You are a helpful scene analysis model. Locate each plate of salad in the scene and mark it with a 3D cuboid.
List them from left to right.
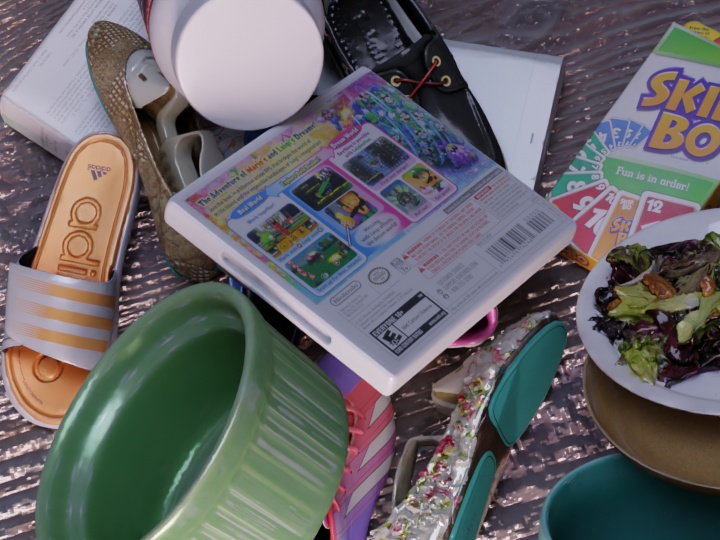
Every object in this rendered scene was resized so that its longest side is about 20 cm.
[{"bbox_3d":[0.228,0.014,1.420,0.199,0.048,0.201,-6,38,4],"label":"plate of salad"}]

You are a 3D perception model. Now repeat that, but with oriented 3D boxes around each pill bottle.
[{"bbox_3d":[-0.085,-0.172,1.545,0.115,0.116,0.200,-21,26,-1],"label":"pill bottle"}]

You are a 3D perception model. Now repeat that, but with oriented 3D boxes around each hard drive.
[{"bbox_3d":[0.029,-0.098,1.606,0.199,0.026,0.133,10,69,12],"label":"hard drive"}]

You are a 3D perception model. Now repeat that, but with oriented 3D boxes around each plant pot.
[{"bbox_3d":[0.232,0.070,1.407,0.199,0.028,0.201,-5,38,4],"label":"plant pot"}]

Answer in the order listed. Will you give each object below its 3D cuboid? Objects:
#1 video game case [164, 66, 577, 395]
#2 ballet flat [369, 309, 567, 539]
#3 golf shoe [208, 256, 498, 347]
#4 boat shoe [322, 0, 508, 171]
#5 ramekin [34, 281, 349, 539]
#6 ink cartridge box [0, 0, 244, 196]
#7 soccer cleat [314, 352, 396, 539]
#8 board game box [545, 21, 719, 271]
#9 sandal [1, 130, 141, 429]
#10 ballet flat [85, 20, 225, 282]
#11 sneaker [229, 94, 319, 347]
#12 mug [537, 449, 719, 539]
[{"bbox_3d":[0.009,-0.030,1.458,0.182,0.024,0.200,37,48,17],"label":"video game case"},{"bbox_3d":[0.063,0.104,1.476,0.064,0.076,0.201,15,63,27],"label":"ballet flat"},{"bbox_3d":[0.000,0.000,1.480,0.199,0.091,0.076,16,95,-22],"label":"golf shoe"},{"bbox_3d":[0.030,-0.124,1.570,0.073,0.063,0.202,-30,68,-7],"label":"boat shoe"},{"bbox_3d":[-0.098,0.117,1.437,0.200,0.098,0.201,-36,35,30],"label":"ramekin"},{"bbox_3d":[-0.128,-0.122,1.662,0.199,0.050,0.161,34,71,6],"label":"ink cartridge box"},{"bbox_3d":[-0.021,0.133,1.472,0.066,0.077,0.201,5,63,13],"label":"soccer cleat"},{"bbox_3d":[0.206,-0.081,1.575,0.095,0.030,0.200,29,68,23],"label":"board game box"},{"bbox_3d":[-0.199,0.000,1.572,0.079,0.059,0.208,7,77,12],"label":"sandal"},{"bbox_3d":[-0.124,-0.091,1.587,0.070,0.065,0.201,-12,72,-46],"label":"ballet flat"},{"bbox_3d":[-0.039,-0.017,1.542,0.077,0.070,0.202,1,81,13],"label":"sneaker"},{"bbox_3d":[0.184,0.186,1.377,0.151,0.115,0.185,17,32,28],"label":"mug"}]
